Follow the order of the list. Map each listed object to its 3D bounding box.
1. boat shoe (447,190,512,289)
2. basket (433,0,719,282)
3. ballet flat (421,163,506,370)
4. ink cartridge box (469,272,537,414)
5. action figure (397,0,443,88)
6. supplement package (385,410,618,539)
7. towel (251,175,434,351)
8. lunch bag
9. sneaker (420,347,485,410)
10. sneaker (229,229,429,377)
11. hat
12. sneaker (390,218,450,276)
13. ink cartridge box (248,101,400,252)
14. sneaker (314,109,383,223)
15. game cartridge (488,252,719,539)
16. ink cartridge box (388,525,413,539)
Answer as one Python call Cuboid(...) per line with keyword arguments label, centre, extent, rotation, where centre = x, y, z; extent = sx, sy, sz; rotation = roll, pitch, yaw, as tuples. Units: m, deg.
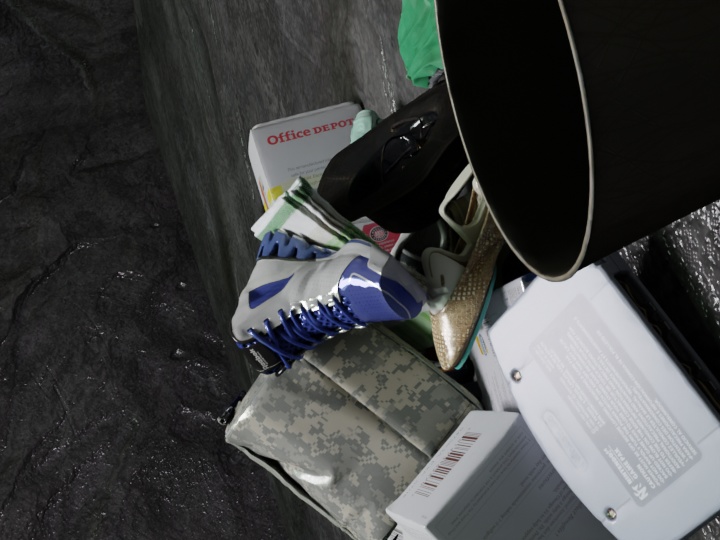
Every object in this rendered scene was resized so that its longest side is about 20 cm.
Cuboid(label="boat shoe", centre=(0.102, -0.002, 1.040), extent=(0.202, 0.062, 0.074), rotation=(97, 154, -55))
Cuboid(label="basket", centre=(0.153, -0.107, 0.492), extent=(0.136, 0.198, 0.182), rotation=(157, 99, -75))
Cuboid(label="ballet flat", centre=(0.086, -0.021, 0.887), extent=(0.070, 0.065, 0.202), rotation=(171, 122, -76))
Cuboid(label="ink cartridge box", centre=(0.149, 0.076, 0.919), extent=(0.200, 0.076, 0.138), rotation=(142, 113, -72))
Cuboid(label="action figure", centre=(0.064, -0.219, 0.997), extent=(0.200, 0.054, 0.119), rotation=(115, 137, -78))
Cuboid(label="supplement package", centre=(0.138, 0.221, 0.864), extent=(0.200, 0.117, 0.117), rotation=(46, 166, -5))
Cuboid(label="towel", centre=(0.000, 0.000, 0.978), extent=(0.199, 0.031, 0.149), rotation=(37, 162, -8))
Cuboid(label="lunch bag", centre=(-0.010, 0.139, 1.004), extent=(0.199, 0.168, 0.139), rotation=(38, 171, 3))
Cuboid(label="sneaker", centre=(0.096, 0.129, 1.150), extent=(0.079, 0.078, 0.202), rotation=(127, 129, -84))
Cuboid(label="sneaker", centre=(-0.040, 0.038, 0.907), extent=(0.198, 0.116, 0.081), rotation=(8, 150, 50))
Cuboid(label="hat", centre=(0.047, -0.086, 1.030), extent=(0.081, 0.201, 0.201), rotation=(45, 178, -25))
Cuboid(label="sneaker", centre=(0.037, 0.029, 1.094), extent=(0.080, 0.076, 0.202), rotation=(1, -69, -83))
Cuboid(label="ink cartridge box", centre=(-0.041, -0.086, 1.332), extent=(0.083, 0.144, 0.202), rotation=(116, 138, -70))
Cuboid(label="sneaker", centre=(-0.012, -0.110, 1.168), extent=(0.200, 0.073, 0.120), rotation=(-11, -88, -60))
Cuboid(label="game cartridge", centre=(0.176, 0.090, 0.756), extent=(0.134, 0.040, 0.201), rotation=(-49, 62, 34))
Cuboid(label="ink cartridge box", centre=(0.096, 0.305, 1.157), extent=(0.199, 0.084, 0.147), rotation=(17, 128, 38))
